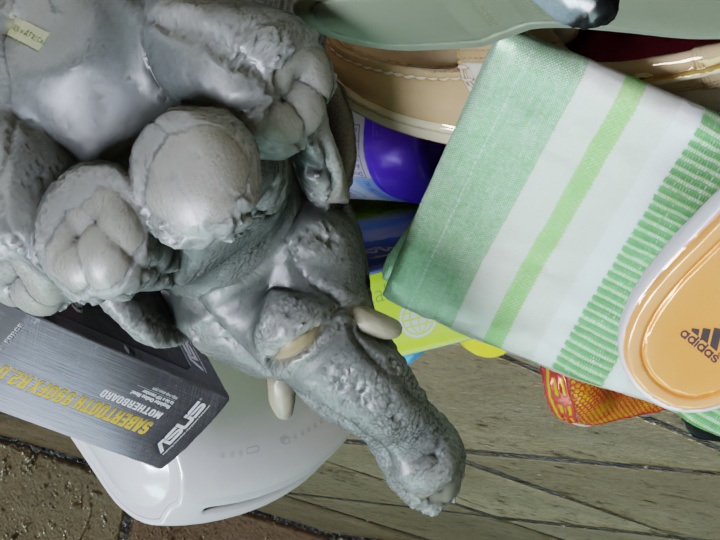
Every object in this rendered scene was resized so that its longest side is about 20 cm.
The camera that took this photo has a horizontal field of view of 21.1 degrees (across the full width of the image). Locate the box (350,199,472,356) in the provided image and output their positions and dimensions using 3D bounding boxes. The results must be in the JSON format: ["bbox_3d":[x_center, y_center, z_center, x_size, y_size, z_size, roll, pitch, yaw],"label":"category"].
[{"bbox_3d":[0.000,0.000,0.852,0.121,0.048,0.200,-14,-167,-15],"label":"box"}]

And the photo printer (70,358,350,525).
[{"bbox_3d":[-0.096,0.032,0.992,0.166,0.201,0.069,-20,160,-51],"label":"photo printer"}]

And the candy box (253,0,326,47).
[{"bbox_3d":[-0.123,-0.111,0.774,0.135,0.062,0.199,2,164,42],"label":"candy box"}]

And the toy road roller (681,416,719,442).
[{"bbox_3d":[0.196,-0.025,0.787,0.122,0.146,0.201,4,128,33],"label":"toy road roller"}]

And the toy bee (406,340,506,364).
[{"bbox_3d":[0.038,0.006,1.020,0.109,0.201,0.131,-40,123,18],"label":"toy bee"}]

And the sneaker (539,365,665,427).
[{"bbox_3d":[0.143,0.028,0.867,0.077,0.074,0.199,2,-173,35],"label":"sneaker"}]

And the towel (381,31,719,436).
[{"bbox_3d":[0.118,-0.001,0.697,0.198,0.024,0.153,21,140,-4],"label":"towel"}]

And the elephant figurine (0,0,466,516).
[{"bbox_3d":[-0.047,-0.016,0.679,0.140,0.157,0.200,2,161,27],"label":"elephant figurine"}]

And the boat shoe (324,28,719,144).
[{"bbox_3d":[0.075,-0.088,0.686,0.198,0.074,0.069,5,142,21],"label":"boat shoe"}]

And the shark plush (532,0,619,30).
[{"bbox_3d":[0.020,-0.149,0.546,0.199,0.091,0.084,29,160,37],"label":"shark plush"}]

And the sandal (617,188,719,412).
[{"bbox_3d":[0.162,-0.020,0.609,0.079,0.207,0.059,34,-158,-11],"label":"sandal"}]

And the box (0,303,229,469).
[{"bbox_3d":[-0.155,-0.021,0.812,0.158,0.048,0.201,27,-156,-51],"label":"box"}]

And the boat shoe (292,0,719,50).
[{"bbox_3d":[0.075,-0.107,0.591,0.199,0.061,0.072,1,165,18],"label":"boat shoe"}]

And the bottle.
[{"bbox_3d":[-0.035,-0.065,0.876,0.198,0.066,0.083,3,179,35],"label":"bottle"}]
